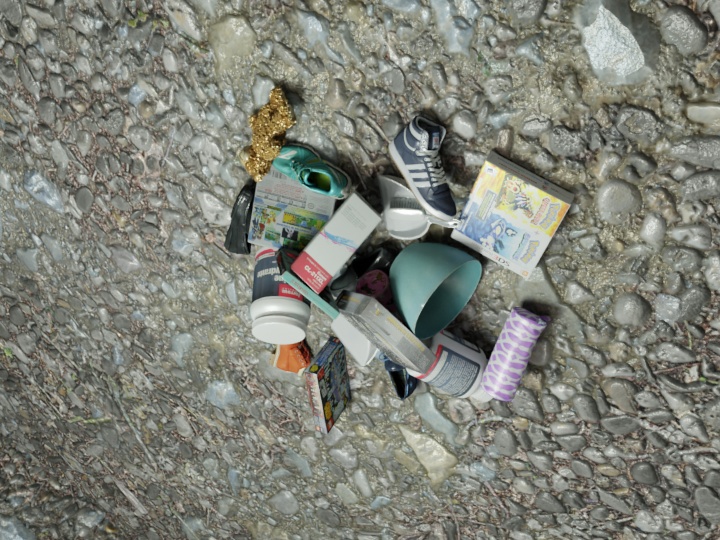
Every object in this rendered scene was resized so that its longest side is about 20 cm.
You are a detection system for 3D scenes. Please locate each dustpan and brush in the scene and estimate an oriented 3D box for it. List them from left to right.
[{"bbox_3d":[0.016,0.109,1.824,0.140,0.057,0.202,49,137,23],"label":"dustpan and brush"},{"bbox_3d":[0.120,-0.116,1.581,0.196,0.057,0.142,7,127,27],"label":"dustpan and brush"}]

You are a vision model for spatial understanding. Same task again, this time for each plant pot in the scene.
[{"bbox_3d":[0.136,0.021,1.613,0.134,0.198,0.203,42,138,26],"label":"plant pot"}]

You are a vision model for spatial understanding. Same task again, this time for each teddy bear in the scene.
[{"bbox_3d":[-0.197,-0.283,1.616,0.200,0.066,0.148,-41,60,43],"label":"teddy bear"}]

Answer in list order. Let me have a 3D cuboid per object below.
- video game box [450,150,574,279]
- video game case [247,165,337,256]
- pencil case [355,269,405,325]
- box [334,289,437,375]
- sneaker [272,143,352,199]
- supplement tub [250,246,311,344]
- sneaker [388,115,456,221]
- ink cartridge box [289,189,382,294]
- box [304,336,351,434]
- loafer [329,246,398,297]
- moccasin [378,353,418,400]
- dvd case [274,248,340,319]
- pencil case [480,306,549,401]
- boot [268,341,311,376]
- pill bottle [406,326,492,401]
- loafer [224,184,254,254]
[{"bbox_3d":[0.290,-0.103,1.513,0.179,0.047,0.202,27,133,7],"label":"video game box"},{"bbox_3d":[-0.147,-0.130,1.713,0.196,0.022,0.187,15,101,20],"label":"video game case"},{"bbox_3d":[0.064,0.082,1.719,0.083,0.086,0.201,50,178,47],"label":"pencil case"},{"bbox_3d":[0.047,0.126,1.617,0.200,0.049,0.158,43,167,-19],"label":"box"},{"bbox_3d":[-0.109,-0.209,1.630,0.197,0.079,0.079,27,110,23],"label":"sneaker"},{"bbox_3d":[-0.179,0.050,1.777,0.137,0.204,0.141,1,154,1],"label":"supplement tub"},{"bbox_3d":[0.138,-0.199,1.485,0.202,0.069,0.109,56,133,14],"label":"sneaker"},{"bbox_3d":[-0.047,-0.062,1.602,0.083,0.146,0.201,41,95,-4],"label":"ink cartridge box"},{"bbox_3d":[-0.079,0.289,1.960,0.039,0.137,0.203,11,129,25],"label":"box"},{"bbox_3d":[0.000,0.000,1.738,0.199,0.069,0.070,-28,129,35],"label":"loafer"},{"bbox_3d":[0.093,0.217,1.851,0.079,0.068,0.203,-7,117,34],"label":"moccasin"},{"bbox_3d":[-0.115,0.025,1.641,0.145,0.200,0.022,39,94,-16],"label":"dvd case"},{"bbox_3d":[0.321,0.174,1.633,0.084,0.084,0.203,13,109,-32],"label":"pencil case"},{"bbox_3d":[-0.165,0.196,1.994,0.106,0.076,0.202,28,141,5],"label":"boot"},{"bbox_3d":[0.209,0.210,1.718,0.197,0.121,0.120,27,136,-18],"label":"pill bottle"},{"bbox_3d":[-0.266,-0.115,1.815,0.069,0.069,0.202,20,135,-3],"label":"loafer"}]
